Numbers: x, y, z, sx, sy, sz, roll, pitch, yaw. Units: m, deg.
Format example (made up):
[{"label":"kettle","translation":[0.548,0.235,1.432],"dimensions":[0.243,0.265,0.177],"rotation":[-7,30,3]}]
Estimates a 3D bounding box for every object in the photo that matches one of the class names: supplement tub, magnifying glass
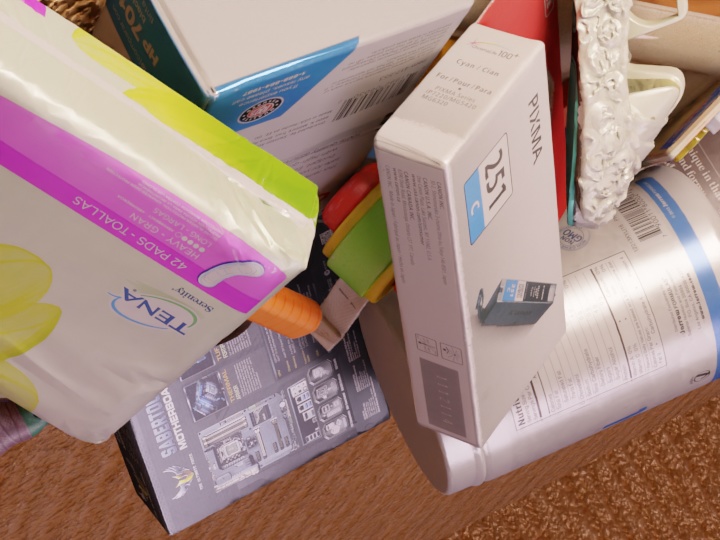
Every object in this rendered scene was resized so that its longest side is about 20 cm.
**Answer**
[{"label":"supplement tub","translation":[0.113,0.033,1.276],"dimensions":[0.200,0.132,0.132],"rotation":[-23,165,-9]},{"label":"magnifying glass","translation":[-0.086,-0.002,1.055],"dimensions":[0.080,0.022,0.200],"rotation":[-22,154,29]}]

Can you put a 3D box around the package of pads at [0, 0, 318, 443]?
[{"label":"package of pads","translation":[-0.140,-0.024,0.926],"dimensions":[0.200,0.068,0.154],"rotation":[33,125,-25]}]

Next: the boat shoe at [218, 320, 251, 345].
[{"label":"boat shoe","translation":[-0.148,-0.014,1.152],"dimensions":[0.202,0.075,0.075],"rotation":[17,146,-40]}]

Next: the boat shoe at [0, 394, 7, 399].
[{"label":"boat shoe","translation":[-0.193,0.012,1.032],"dimensions":[0.200,0.072,0.076],"rotation":[4,145,-21]}]

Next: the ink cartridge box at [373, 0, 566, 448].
[{"label":"ink cartridge box","translation":[0.077,-0.041,1.101],"dimensions":[0.176,0.045,0.200],"rotation":[-52,149,-34]}]

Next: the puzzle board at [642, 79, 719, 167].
[{"label":"puzzle board","translation":[0.231,-0.130,1.214],"dimensions":[0.200,0.017,0.151],"rotation":[-47,-179,2]}]

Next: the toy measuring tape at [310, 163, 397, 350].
[{"label":"toy measuring tape","translation":[0.000,0.000,1.164],"dimensions":[0.073,0.074,0.200],"rotation":[-21,161,-35]}]

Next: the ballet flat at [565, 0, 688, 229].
[{"label":"ballet flat","translation":[0.131,-0.114,1.107],"dimensions":[0.072,0.200,0.072],"rotation":[-3,-162,1]}]

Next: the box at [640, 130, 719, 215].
[{"label":"box","translation":[0.157,-0.051,1.453],"dimensions":[0.200,0.164,0.166],"rotation":[-29,165,-6]}]

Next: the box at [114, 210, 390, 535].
[{"label":"box","translation":[-0.078,0.037,1.289],"dimensions":[0.158,0.051,0.200],"rotation":[-28,126,-17]}]

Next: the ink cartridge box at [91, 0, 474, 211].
[{"label":"ink cartridge box","translation":[-0.055,-0.087,1.054],"dimensions":[0.146,0.086,0.200],"rotation":[-23,166,-29]}]

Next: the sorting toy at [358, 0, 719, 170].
[{"label":"sorting toy","translation":[0.084,-0.089,1.226],"dimensions":[0.185,0.037,0.200],"rotation":[8,152,-20]}]

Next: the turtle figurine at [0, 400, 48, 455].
[{"label":"turtle figurine","translation":[-0.138,0.048,1.352],"dimensions":[0.200,0.101,0.150],"rotation":[-25,166,2]}]

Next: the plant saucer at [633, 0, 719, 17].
[{"label":"plant saucer","translation":[0.198,-0.193,1.176],"dimensions":[0.200,0.037,0.200],"rotation":[-21,144,-16]}]
